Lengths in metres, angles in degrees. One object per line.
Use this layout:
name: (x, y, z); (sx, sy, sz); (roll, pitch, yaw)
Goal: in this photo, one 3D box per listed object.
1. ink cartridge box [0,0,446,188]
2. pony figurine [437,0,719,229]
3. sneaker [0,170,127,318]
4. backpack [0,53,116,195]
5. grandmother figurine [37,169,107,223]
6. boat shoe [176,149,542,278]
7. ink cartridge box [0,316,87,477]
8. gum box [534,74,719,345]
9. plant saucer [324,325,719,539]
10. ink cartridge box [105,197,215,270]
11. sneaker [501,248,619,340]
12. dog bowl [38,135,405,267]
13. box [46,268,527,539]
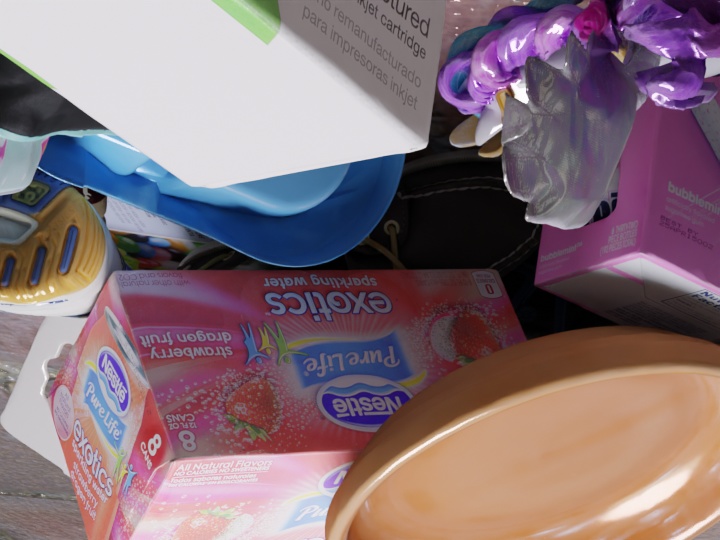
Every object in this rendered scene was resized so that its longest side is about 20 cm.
ink cartridge box: (-0.040, -0.145, 0.601); (0.084, 0.201, 0.145); (-8, 152, 34)
pony figurine: (0.101, -0.092, 0.767); (0.199, 0.167, 0.193); (-15, 163, 17)
sneaker: (-0.196, -0.020, 0.982); (0.200, 0.075, 0.088); (22, 170, 16)
backpack: (-0.156, -0.117, 0.725); (0.200, 0.153, 0.176); (41, -167, 2)
grandmother figurine: (-0.166, -0.058, 1.027); (0.121, 0.061, 0.200); (21, 141, -19)
boat shoe: (0.000, 0.000, 1.049); (0.201, 0.072, 0.061); (-19, -165, 15)
ink cartridge box: (-0.074, 0.081, 1.146); (0.200, 0.067, 0.117); (33, 124, 5)
gum box: (0.165, -0.022, 0.929); (0.200, 0.114, 0.066); (23, 155, -31)
plant saucer: (0.079, 0.081, 0.931); (0.200, 0.038, 0.200); (-13, 148, -9)
ink cartridge box: (-0.099, -0.031, 1.134); (0.199, 0.042, 0.119); (2, 157, 17)
sneaker: (0.133, 0.020, 1.101); (0.199, 0.076, 0.077); (5, 154, 14)
dog bowl: (-0.076, -0.072, 0.932); (0.200, 0.112, 0.050); (22, 169, -27)
box: (-0.023, 0.066, 0.984); (0.200, 0.103, 0.095); (1, 142, -31)
